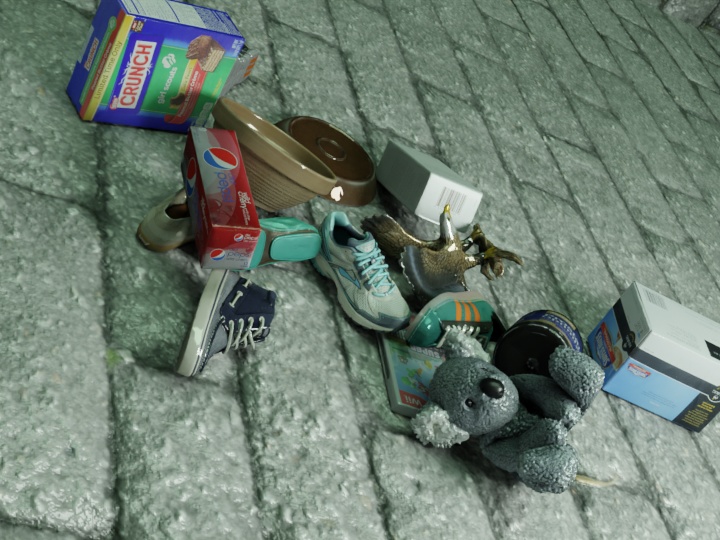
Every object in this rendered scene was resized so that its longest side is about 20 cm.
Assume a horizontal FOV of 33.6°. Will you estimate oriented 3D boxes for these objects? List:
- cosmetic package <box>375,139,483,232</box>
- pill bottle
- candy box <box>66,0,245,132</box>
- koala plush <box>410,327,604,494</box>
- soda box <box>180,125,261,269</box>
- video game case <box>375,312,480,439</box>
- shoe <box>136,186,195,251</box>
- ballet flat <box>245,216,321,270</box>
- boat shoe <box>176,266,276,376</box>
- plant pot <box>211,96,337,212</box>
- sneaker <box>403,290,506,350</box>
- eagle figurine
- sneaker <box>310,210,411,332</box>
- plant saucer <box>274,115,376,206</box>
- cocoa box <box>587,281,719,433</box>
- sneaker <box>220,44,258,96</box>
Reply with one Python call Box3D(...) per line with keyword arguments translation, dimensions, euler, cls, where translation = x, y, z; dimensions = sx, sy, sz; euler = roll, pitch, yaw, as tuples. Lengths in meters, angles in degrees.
Box3D(translation=(0.103, -0.134, 1.870), dimensions=(0.101, 0.075, 0.200), euler=(20, 12, -23), cls="cosmetic package")
Box3D(translation=(0.253, 0.115, 1.667), dimensions=(0.112, 0.112, 0.200), euler=(40, 14, 9), cls="pill bottle")
Box3D(translation=(-0.284, -0.288, 1.659), dimensions=(0.198, 0.170, 0.077), euler=(3, 39, -41), cls="candy box")
Box3D(translation=(0.171, 0.174, 1.489), dimensions=(0.198, 0.184, 0.179), euler=(22, 70, -2), cls="koala plush")
Box3D(translation=(-0.176, -0.092, 1.480), dimensions=(0.063, 0.070, 0.201), euler=(4, 42, -22), cls="soda box")
Box3D(translation=(0.090, 0.130, 1.600), dimensions=(0.142, 0.018, 0.201), euler=(21, 34, -25), cls="video game case")
Box3D(translation=(-0.212, -0.077, 1.552), dimensions=(0.070, 0.054, 0.200), euler=(40, 31, 9), cls="shoe")
Box3D(translation=(-0.141, -0.039, 1.576), dimensions=(0.070, 0.068, 0.199), euler=(27, 20, 39), cls="ballet flat")
Box3D(translation=(-0.151, 0.066, 1.391), dimensions=(0.092, 0.075, 0.201), euler=(22, 31, -7), cls="boat shoe")
Box3D(translation=(-0.137, -0.147, 1.658), dimensions=(0.200, 0.093, 0.201), euler=(35, 9, -6), cls="plant pot")
Box3D(translation=(0.137, 0.079, 1.632), dimensions=(0.080, 0.072, 0.199), euler=(43, 29, 22), cls="sneaker")
Box3D(translation=(0.109, -0.023, 1.733), dimensions=(0.198, 0.152, 0.153), euler=(-12, 81, -25), cls="eagle figurine")
Box3D(translation=(0.000, 0.000, 1.609), dimensions=(0.077, 0.087, 0.200), euler=(-19, 54, -38), cls="sneaker")
Box3D(translation=(-0.053, -0.181, 1.877), dimensions=(0.199, 0.035, 0.201), euler=(24, 32, -17), cls="plant saucer")
Box3D(translation=(0.479, 0.138, 1.865), dimensions=(0.198, 0.132, 0.134), euler=(24, 31, -18), cls="cocoa box")
Box3D(translation=(-0.243, -0.334, 1.874), dimensions=(0.111, 0.078, 0.200), euler=(32, 19, 2), cls="sneaker")
